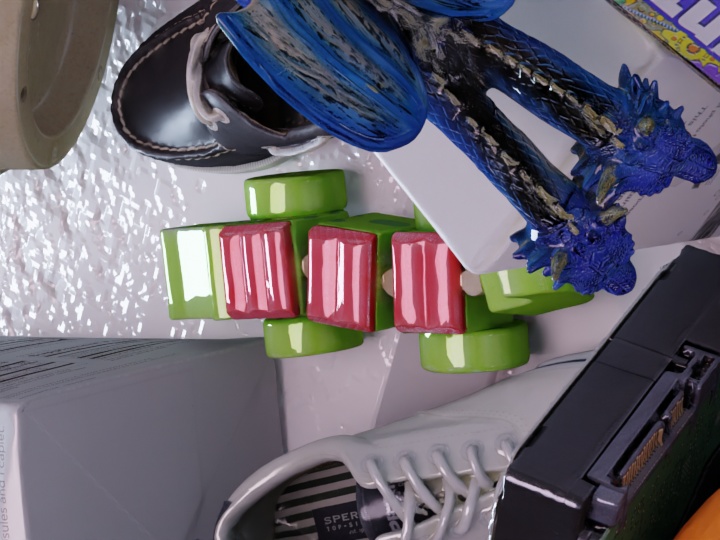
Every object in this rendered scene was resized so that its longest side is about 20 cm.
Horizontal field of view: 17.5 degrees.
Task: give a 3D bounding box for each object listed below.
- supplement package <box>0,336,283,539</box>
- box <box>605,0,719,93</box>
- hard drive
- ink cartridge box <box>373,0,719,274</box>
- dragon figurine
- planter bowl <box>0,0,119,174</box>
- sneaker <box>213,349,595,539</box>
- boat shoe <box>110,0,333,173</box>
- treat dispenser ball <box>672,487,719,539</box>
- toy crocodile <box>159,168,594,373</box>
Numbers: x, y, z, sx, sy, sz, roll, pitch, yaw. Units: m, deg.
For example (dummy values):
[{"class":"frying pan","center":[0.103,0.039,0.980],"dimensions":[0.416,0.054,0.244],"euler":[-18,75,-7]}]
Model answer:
[{"class":"supplement package","center":[-0.144,0.129,0.913],"dimensions":[0.199,0.147,0.193],"euler":[-1,96,38]},{"class":"box","center":[0.104,-0.153,0.583],"dimensions":[0.199,0.193,0.122],"euler":[35,126,-21]},{"class":"hard drive","center":[0.072,0.109,0.707],"dimensions":[0.038,0.140,0.201],"euler":[20,126,20]},{"class":"ink cartridge box","center":[0.068,-0.085,0.675],"dimensions":[0.145,0.199,0.084],"euler":[52,121,20]},{"class":"dragon figurine","center":[-0.003,-0.066,0.519],"dimensions":[0.059,0.200,0.099],"euler":[-52,34,5]},{"class":"planter bowl","center":[-0.169,-0.108,0.888],"dimensions":[0.134,0.200,0.202],"euler":[12,106,9]},{"class":"sneaker","center":[0.034,0.080,0.808],"dimensions":[0.199,0.071,0.074],"euler":[-24,81,37]},{"class":"boat shoe","center":[-0.027,-0.074,0.841],"dimensions":[0.199,0.060,0.075],"euler":[-5,94,40]},{"class":"treat dispenser ball","center":[0.165,0.133,0.625],"dimensions":[0.200,0.200,0.203],"euler":[7,101,38]},{"class":"toy crocodile","center":[0.000,0.000,0.830],"dimensions":[0.199,0.062,0.068],"euler":[3,98,39]}]
